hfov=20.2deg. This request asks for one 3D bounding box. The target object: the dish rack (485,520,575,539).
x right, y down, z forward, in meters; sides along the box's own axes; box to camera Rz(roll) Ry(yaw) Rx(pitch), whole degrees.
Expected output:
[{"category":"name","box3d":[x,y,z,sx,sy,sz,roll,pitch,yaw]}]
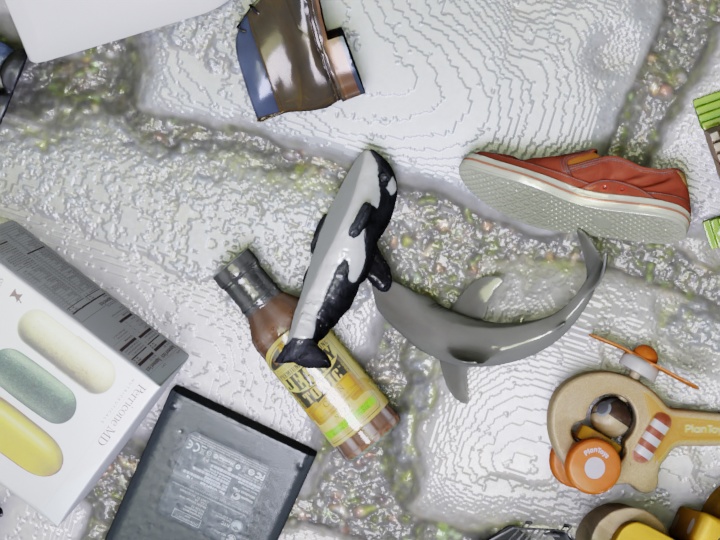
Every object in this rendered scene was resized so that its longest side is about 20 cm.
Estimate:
[{"category":"dish rack","box3d":[0.174,0.277,1.679,0.054,0.200,0.154,-39,93,-13]}]

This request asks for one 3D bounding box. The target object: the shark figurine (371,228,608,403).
[{"category":"shark figurine","box3d":[0.118,0.051,1.695,0.213,0.089,0.129,-12,100,18]}]

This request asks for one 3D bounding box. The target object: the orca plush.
[{"category":"orca plush","box3d":[0.000,0.000,1.694,0.071,0.105,0.201,27,54,-16]}]

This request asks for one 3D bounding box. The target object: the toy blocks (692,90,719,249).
[{"category":"toy blocks","box3d":[0.331,-0.049,1.650,0.099,0.137,0.201,-19,95,7]}]

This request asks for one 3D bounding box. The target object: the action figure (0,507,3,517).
[{"category":"action figure","box3d":[-0.360,0.308,1.770,0.118,0.102,0.202,1,96,-7]}]

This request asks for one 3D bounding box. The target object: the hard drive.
[{"category":"hard drive","box3d":[-0.141,0.220,1.774,0.139,0.033,0.201,25,98,1]}]

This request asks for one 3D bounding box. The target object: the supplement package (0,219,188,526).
[{"category":"supplement package","box3d":[-0.276,0.082,1.709,0.200,0.151,0.152,37,98,-1]}]

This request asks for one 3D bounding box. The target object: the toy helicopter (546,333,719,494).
[{"category":"toy helicopter","box3d":[0.257,0.123,1.722,0.198,0.079,0.133,3,88,-6]}]

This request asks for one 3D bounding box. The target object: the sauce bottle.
[{"category":"sauce bottle","box3d":[-0.050,0.071,1.733,0.065,0.065,0.200,-40,92,8]}]

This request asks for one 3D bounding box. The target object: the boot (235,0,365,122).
[{"category":"boot","box3d":[-0.077,-0.223,1.694,0.096,0.075,0.201,-23,97,4]}]

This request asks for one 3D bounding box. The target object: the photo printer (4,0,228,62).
[{"category":"photo printer","box3d":[-0.207,-0.273,1.677,0.199,0.070,0.167,-15,121,6]}]

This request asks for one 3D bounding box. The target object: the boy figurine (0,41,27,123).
[{"category":"boy figurine","box3d":[-0.380,-0.198,1.706,0.199,0.064,0.125,25,101,-11]}]

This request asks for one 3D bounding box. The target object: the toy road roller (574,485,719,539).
[{"category":"toy road roller","box3d":[0.293,0.225,1.700,0.199,0.123,0.147,26,85,-2]}]

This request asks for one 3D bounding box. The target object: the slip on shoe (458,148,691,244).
[{"category":"slip on shoe","box3d":[0.181,-0.071,1.702,0.199,0.074,0.062,10,63,9]}]
